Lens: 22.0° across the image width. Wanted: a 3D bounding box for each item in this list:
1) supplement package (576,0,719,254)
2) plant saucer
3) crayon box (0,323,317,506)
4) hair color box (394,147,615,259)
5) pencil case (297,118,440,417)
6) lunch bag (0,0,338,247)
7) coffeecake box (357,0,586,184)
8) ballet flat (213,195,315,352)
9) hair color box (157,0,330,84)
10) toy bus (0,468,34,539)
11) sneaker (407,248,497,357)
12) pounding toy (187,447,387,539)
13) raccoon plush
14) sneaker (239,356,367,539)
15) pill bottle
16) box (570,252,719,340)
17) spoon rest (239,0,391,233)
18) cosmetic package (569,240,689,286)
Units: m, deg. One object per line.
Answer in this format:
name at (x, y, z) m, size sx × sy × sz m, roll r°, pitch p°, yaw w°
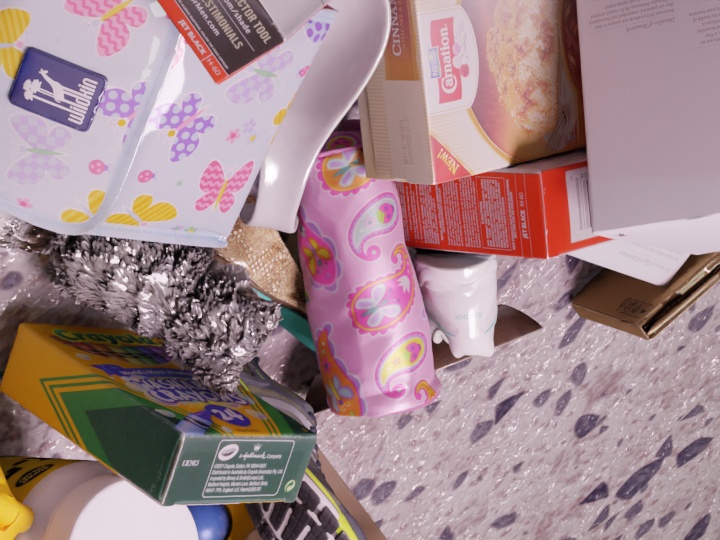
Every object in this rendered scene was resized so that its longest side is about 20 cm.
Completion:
supplement package at (0.241, -0.123, 1.187) m, size 0.150 × 0.151 × 0.201 m, roll 8°, pitch 77°, yaw -53°
plant saucer at (0.044, 0.066, 1.443) m, size 0.199 × 0.032 × 0.200 m, roll -20°, pitch 179°, yaw 0°
crayon box at (-0.142, 0.085, 1.202) m, size 0.125 × 0.199 × 0.052 m, roll 7°, pitch 106°, yaw -51°
hair color box at (0.094, -0.052, 1.292) m, size 0.110 × 0.199 × 0.064 m, roll -15°, pitch 104°, yaw -38°
pencil case at (0.000, 0.000, 1.273) m, size 0.087 × 0.087 × 0.201 m, roll -18°, pitch 102°, yaw -34°
lunch bag at (-0.138, -0.110, 1.041) m, size 0.199 × 0.127 × 0.170 m, roll 9°, pitch 118°, yaw -43°
coffeecake box at (0.092, -0.152, 1.230) m, size 0.199 × 0.073 × 0.155 m, roll -16°, pitch 105°, yaw -37°
ballet flat at (-0.051, 0.002, 1.321) m, size 0.066 × 0.070 × 0.200 m, roll -59°, pitch 152°, yaw -8°
hair color box at (-0.038, -0.194, 0.997) m, size 0.061 × 0.102 × 0.200 m, roll -25°, pitch -165°, yaw 40°
toy bus at (-0.298, 0.172, 1.121) m, size 0.200 × 0.192 × 0.136 m, roll -43°, pitch 149°, yaw 2°
sneaker at (0.062, 0.012, 1.357) m, size 0.070 × 0.200 × 0.081 m, roll -9°, pitch 102°, yaw -1°
pounding toy at (-0.057, 0.217, 1.409) m, size 0.184 × 0.200 × 0.142 m, roll -28°, pitch 153°, yaw -24°
raccoon plush at (-0.147, 0.017, 1.161) m, size 0.199 × 0.134 × 0.097 m, roll -5°, pitch 131°, yaw -45°
sneaker at (-0.053, 0.134, 1.353) m, size 0.081 × 0.200 × 0.074 m, roll -23°, pitch 161°, yaw -48°
pill bottle at (-0.196, 0.180, 1.215) m, size 0.114 × 0.199 × 0.115 m, roll 3°, pitch 85°, yaw -37°
box at (0.269, -0.011, 1.578) m, size 0.163 × 0.021 × 0.200 m, roll -41°, pitch -171°, yaw -4°
spoon rest at (-0.039, -0.111, 1.169) m, size 0.099 × 0.061 × 0.201 m, roll 8°, pitch 116°, yaw -7°
cosmetic package at (0.213, -0.112, 1.424) m, size 0.200 × 0.123 × 0.199 m, roll -54°, pitch 147°, yaw 14°
